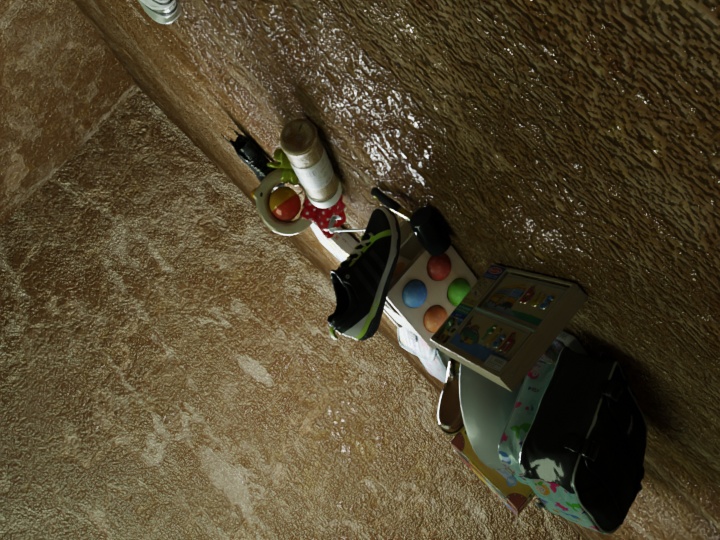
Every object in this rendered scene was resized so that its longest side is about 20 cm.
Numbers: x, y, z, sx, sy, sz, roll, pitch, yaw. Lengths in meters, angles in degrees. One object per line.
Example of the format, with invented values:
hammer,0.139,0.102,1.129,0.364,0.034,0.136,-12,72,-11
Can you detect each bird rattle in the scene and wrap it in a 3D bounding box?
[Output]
bird rattle,-0.126,-0.142,1.371,0.203,0.161,0.113,56,-172,-15

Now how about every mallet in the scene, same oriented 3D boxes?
mallet,0.060,-0.091,1.017,0.200,0.041,0.066,45,174,48

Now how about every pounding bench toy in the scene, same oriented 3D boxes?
pounding bench toy,0.115,0.047,1.088,0.201,0.124,0.155,48,172,-24

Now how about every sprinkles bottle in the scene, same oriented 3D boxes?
sprinkles bottle,-0.083,-0.181,1.202,0.068,0.068,0.201,42,172,21

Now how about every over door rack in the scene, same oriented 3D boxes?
over door rack,0.032,-0.020,1.285,0.197,0.067,0.148,15,151,48

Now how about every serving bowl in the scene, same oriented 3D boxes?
serving bowl,0.208,0.166,0.947,0.064,0.204,0.201,-8,137,34

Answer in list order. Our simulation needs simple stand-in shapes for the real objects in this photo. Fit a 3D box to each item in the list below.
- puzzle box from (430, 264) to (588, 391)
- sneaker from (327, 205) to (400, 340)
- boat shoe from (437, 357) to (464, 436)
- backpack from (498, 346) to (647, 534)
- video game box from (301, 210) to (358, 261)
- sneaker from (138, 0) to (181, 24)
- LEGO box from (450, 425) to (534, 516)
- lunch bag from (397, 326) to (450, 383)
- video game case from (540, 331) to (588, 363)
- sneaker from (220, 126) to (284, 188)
puzzle box,0.166,0.059,0.816,0.025,0.134,0.200,43,173,-16
sneaker,0.000,0.000,0.988,0.081,0.206,0.071,16,169,-25
boat shoe,0.172,0.174,1.172,0.070,0.204,0.068,8,155,35
backpack,0.270,0.215,0.849,0.148,0.180,0.200,4,147,48
video game box,-0.056,-0.071,1.772,0.182,0.047,0.201,45,174,22
sneaker,-0.392,-0.520,1.176,0.198,0.076,0.116,37,163,9
LEGO box,0.265,0.265,1.125,0.149,0.200,0.077,41,172,25
lunch bag,0.154,0.128,1.336,0.202,0.126,0.169,56,167,-24
video game case,0.270,0.114,0.987,0.144,0.018,0.199,50,172,-25
sneaker,-0.276,-0.288,1.783,0.200,0.060,0.104,45,179,33
